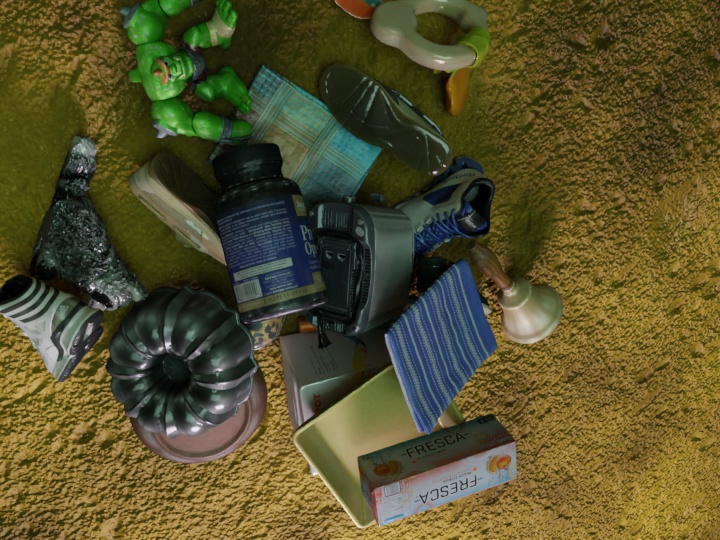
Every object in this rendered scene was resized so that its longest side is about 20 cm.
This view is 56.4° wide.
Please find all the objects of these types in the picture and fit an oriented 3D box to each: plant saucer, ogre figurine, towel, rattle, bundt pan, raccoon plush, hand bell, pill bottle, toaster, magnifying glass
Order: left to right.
[{"bbox_3d":[-0.309,-0.043,0.814,0.133,0.097,0.202,18,104,-32],"label":"raccoon plush"},{"bbox_3d":[-0.238,0.126,0.864,0.199,0.076,0.205,2,102,9],"label":"bundt pan"},{"bbox_3d":[-0.198,-0.234,0.774,0.119,0.098,0.202,-23,132,-28],"label":"ogre figurine"},{"bbox_3d":[-0.228,0.200,0.965,0.198,0.037,0.203,-7,114,-16],"label":"plant saucer"},{"bbox_3d":[-0.115,-0.044,0.816,0.111,0.112,0.202,-14,90,-13],"label":"pill bottle"},{"bbox_3d":[-0.080,-0.154,0.884,0.199,0.022,0.148,29,99,-26],"label":"towel"},{"bbox_3d":[0.000,0.000,0.889,0.129,0.113,0.203,-12,109,-53],"label":"toaster"},{"bbox_3d":[0.009,0.069,0.980,0.197,0.080,0.023,-5,117,-6],"label":"magnifying glass"},{"bbox_3d":[0.032,0.214,0.888,0.199,0.048,0.201,-34,118,-6],"label":"plant saucer"},{"bbox_3d":[0.058,-0.293,0.872,0.197,0.143,0.132,6,77,-5],"label":"rattle"},{"bbox_3d":[0.108,0.089,0.850,0.200,0.024,0.146,-39,115,-44],"label":"towel"},{"bbox_3d":[0.209,0.015,0.983,0.104,0.104,0.200,-46,129,3],"label":"hand bell"}]

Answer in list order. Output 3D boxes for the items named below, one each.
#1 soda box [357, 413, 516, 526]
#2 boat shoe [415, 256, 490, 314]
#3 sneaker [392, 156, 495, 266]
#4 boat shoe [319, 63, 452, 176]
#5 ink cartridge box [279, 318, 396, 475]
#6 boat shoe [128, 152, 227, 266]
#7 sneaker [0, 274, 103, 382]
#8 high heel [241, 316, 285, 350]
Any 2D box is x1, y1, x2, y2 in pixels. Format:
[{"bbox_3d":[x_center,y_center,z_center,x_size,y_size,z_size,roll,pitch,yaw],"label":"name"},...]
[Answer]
[{"bbox_3d":[0.099,0.253,0.862,0.198,0.068,0.064,-13,115,-14],"label":"soda box"},{"bbox_3d":[0.139,0.030,0.976,0.073,0.064,0.201,-11,161,27],"label":"boat shoe"},{"bbox_3d":[0.111,-0.070,0.929,0.199,0.115,0.081,-44,116,3],"label":"sneaker"},{"bbox_3d":[0.035,-0.199,0.882,0.200,0.066,0.072,34,113,-7],"label":"boat shoe"},{"bbox_3d":[-0.003,0.168,0.967,0.198,0.145,0.149,-11,115,-15],"label":"ink cartridge box"},{"bbox_3d":[-0.205,-0.063,0.858,0.064,0.072,0.200,-23,124,31],"label":"boat shoe"},{"bbox_3d":[-0.376,0.060,0.805,0.115,0.200,0.076,36,56,-8],"label":"sneaker"},{"bbox_3d":[-0.139,0.026,0.912,0.198,0.071,0.144,-21,111,-15],"label":"high heel"}]
